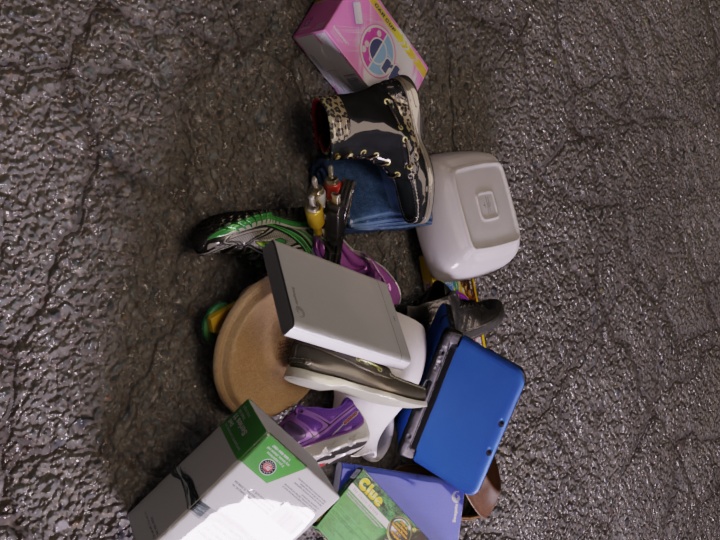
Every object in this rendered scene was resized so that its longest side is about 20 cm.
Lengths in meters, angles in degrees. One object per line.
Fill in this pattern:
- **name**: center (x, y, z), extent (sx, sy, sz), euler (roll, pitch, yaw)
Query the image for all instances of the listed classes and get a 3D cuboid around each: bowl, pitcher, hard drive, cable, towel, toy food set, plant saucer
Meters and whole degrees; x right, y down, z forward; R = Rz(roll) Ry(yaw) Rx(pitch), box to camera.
- **bowl**: center (0.170, -0.091, 1.583), extent (0.198, 0.074, 0.203), euler (-12, 88, -45)
- **pitcher**: center (0.025, 0.164, 1.428), extent (0.202, 0.120, 0.171), euler (-68, 153, -9)
- **hard drive**: center (-0.028, 0.045, 1.277), extent (0.199, 0.027, 0.133), euler (20, 40, -40)
- **cable**: center (-0.044, -0.046, 1.347), extent (0.097, 0.050, 0.202), euler (-56, 160, -45)
- **towel**: center (0.020, -0.110, 1.450), extent (0.199, 0.048, 0.113), euler (-7, 76, -46)
- **toy food set**: center (-0.110, 0.091, 1.298), extent (0.199, 0.048, 0.200), euler (-28, 125, -35)
- **plant saucer**: center (0.168, 0.269, 1.541), extent (0.202, 0.036, 0.201), euler (61, 14, -25)
- **hard drive**: center (0.050, 0.351, 1.446), extent (0.198, 0.025, 0.134), euler (13, 79, -23)

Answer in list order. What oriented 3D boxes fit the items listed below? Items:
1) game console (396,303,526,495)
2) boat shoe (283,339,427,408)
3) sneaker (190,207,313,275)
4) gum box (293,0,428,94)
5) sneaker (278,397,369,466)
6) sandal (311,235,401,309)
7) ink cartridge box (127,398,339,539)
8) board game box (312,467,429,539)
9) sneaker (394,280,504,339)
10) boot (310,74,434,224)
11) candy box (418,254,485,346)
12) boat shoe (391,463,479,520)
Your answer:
- **game console**: center (0.135, 0.175, 1.429), extent (0.117, 0.171, 0.202), euler (19, 108, -5)
- **boat shoe**: center (0.001, 0.131, 1.303), extent (0.200, 0.072, 0.061), euler (17, 72, -23)
- **sneaker**: center (-0.126, -0.034, 1.286), extent (0.199, 0.077, 0.086), euler (-6, 94, -47)
- **gum box**: center (0.008, -0.302, 1.444), extent (0.200, 0.066, 0.114), euler (47, 58, -35)
- **sneaker**: center (-0.089, 0.216, 1.303), extent (0.198, 0.081, 0.084), euler (-15, 65, -19)
- **sandal**: center (-0.002, 0.007, 1.435), extent (0.202, 0.049, 0.083), euler (35, 64, -38)
- **ink cartridge box**: center (-0.148, 0.274, 1.188), extent (0.200, 0.083, 0.147), euler (-43, 124, -2)
- **board game box**: center (0.032, 0.378, 1.408), extent (0.105, 0.023, 0.200), euler (-45, 104, -20)
- **sneaker**: center (0.139, 0.058, 1.545), extent (0.199, 0.060, 0.105), euler (-29, 113, -33)
- **boot**: center (0.016, -0.152, 1.385), extent (0.152, 0.073, 0.206), euler (-15, 100, -30)
- **candy box**: center (0.148, 0.063, 1.611), extent (0.102, 0.026, 0.203), euler (-20, 103, -41)
- **boat shoe**: center (0.118, 0.335, 1.536), extent (0.199, 0.073, 0.077), euler (20, 74, -45)
